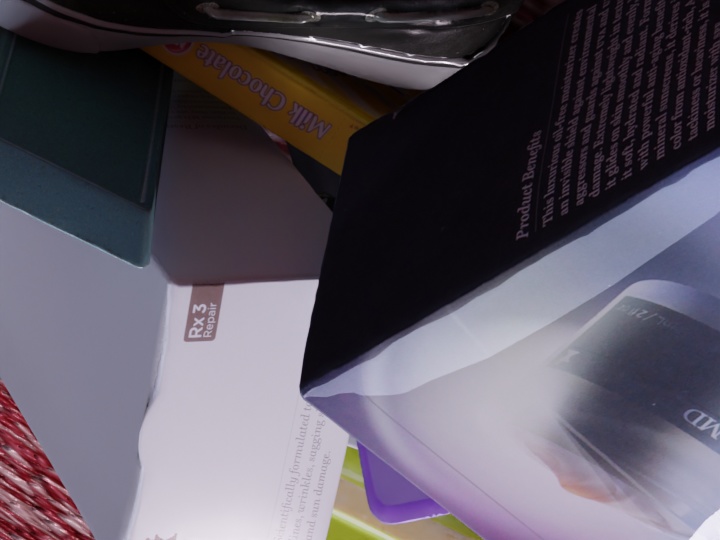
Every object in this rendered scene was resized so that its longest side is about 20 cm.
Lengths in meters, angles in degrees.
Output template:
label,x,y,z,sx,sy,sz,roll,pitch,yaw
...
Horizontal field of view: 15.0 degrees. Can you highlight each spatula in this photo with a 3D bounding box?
label,x,y,z,sx,sy,sz,roll,pitch,yaw
spatula,0.000,0.000,1.046,0.056,0.021,0.201,-13,104,29

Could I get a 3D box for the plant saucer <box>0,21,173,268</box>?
label,x,y,z,sx,sy,sz,roll,pitch,yaw
plant saucer,-0.091,-0.063,0.884,0.070,0.019,0.200,26,-159,-13

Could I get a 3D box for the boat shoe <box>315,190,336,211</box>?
label,x,y,z,sx,sy,sz,roll,pitch,yaw
boat shoe,-0.010,0.004,0.991,0.076,0.060,0.200,48,166,-29

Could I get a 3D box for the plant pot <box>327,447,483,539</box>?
label,x,y,z,sx,sy,sz,roll,pitch,yaw
plant pot,-0.017,0.159,1.251,0.199,0.200,0.181,25,178,3

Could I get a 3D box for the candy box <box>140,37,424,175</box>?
label,x,y,z,sx,sy,sz,roll,pitch,yaw
candy box,-0.058,-0.097,0.944,0.199,0.102,0.026,32,114,-9

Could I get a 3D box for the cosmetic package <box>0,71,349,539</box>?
label,x,y,z,sx,sy,sz,roll,pitch,yaw
cosmetic package,-0.075,0.001,0.936,0.081,0.113,0.200,-3,-147,-28

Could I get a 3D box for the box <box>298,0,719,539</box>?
label,x,y,z,sx,sy,sz,roll,pitch,yaw
box,0.123,0.012,0.816,0.200,0.124,0.198,39,130,-25

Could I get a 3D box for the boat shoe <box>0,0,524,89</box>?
label,x,y,z,sx,sy,sz,roll,pitch,yaw
boat shoe,-0.040,-0.108,0.873,0.199,0.071,0.064,6,157,-20

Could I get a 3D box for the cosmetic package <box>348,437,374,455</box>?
label,x,y,z,sx,sy,sz,roll,pitch,yaw
cosmetic package,-0.041,0.019,1.155,0.199,0.074,0.102,15,-175,29
